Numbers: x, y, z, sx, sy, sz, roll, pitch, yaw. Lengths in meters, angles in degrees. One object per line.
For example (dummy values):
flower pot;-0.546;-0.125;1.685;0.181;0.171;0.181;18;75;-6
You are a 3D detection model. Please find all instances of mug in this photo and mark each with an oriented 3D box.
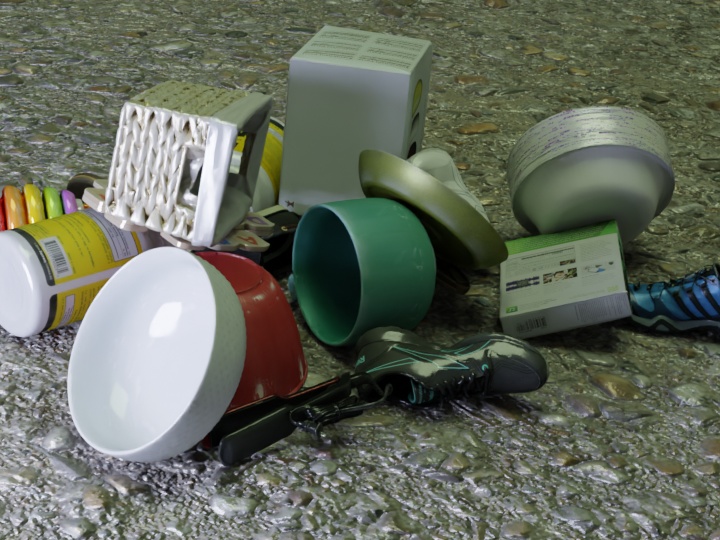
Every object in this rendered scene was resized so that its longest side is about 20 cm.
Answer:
mug;0.004;-0.007;1.650;0.113;0.153;0.185;-7;28;-29

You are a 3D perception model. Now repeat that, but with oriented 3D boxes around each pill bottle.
pill bottle;-0.294;-0.007;1.639;0.199;0.113;0.112;-18;34;-41
pill bottle;-0.148;-0.108;1.869;0.113;0.115;0.200;9;26;9

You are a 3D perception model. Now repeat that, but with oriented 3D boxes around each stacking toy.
stacking toy;-0.347;-0.056;1.717;0.198;0.111;0.116;-8;29;-16

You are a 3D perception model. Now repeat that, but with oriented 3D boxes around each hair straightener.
hair straightener;-0.048;0.143;1.449;0.198;0.041;0.077;-14;32;-29

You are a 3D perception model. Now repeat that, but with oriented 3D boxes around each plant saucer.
plant saucer;0.072;-0.059;1.683;0.199;0.200;0.031;28;75;38

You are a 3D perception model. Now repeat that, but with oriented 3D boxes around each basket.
basket;-0.176;-0.119;1.593;0.122;0.137;0.200;14;15;3

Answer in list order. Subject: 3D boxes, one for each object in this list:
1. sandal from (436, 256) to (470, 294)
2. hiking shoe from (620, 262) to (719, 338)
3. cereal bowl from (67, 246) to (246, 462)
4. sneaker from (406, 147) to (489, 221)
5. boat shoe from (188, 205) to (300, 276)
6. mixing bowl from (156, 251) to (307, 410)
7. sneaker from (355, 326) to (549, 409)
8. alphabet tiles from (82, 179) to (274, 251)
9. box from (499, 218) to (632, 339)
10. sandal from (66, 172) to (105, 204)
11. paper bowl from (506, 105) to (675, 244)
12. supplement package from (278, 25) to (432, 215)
sandal;0.038;-0.005;1.758;0.199;0.055;0.082;21;10;25
hiking shoe;0.377;0.026;1.726;0.198;0.087;0.075;9;26;8
cereal bowl;-0.177;0.085;1.420;0.083;0.201;0.200;30;3;-44
sneaker;0.108;-0.072;1.774;0.200;0.074;0.087;37;14;-49
boat shoe;-0.133;-0.013;1.723;0.063;0.074;0.201;35;43;28
mixing bowl;-0.148;0.050;1.555;0.198;0.109;0.201;5;27;-2
sneaker;0.090;0.110;1.540;0.198;0.076;0.080;2;39;8
alphabet tiles;-0.195;-0.064;1.659;0.199;0.015;0.195;2;22;-40
box;0.231;0.008;1.745;0.143;0.037;0.200;-12;25;12
sandal;-0.294;-0.053;1.794;0.054;0.081;0.200;-35;47;-23
paper bowl;0.280;-0.098;1.853;0.198;0.201;0.105;1;55;-8
supplement package;-0.003;-0.178;1.865;0.146;0.193;0.200;9;20;7
